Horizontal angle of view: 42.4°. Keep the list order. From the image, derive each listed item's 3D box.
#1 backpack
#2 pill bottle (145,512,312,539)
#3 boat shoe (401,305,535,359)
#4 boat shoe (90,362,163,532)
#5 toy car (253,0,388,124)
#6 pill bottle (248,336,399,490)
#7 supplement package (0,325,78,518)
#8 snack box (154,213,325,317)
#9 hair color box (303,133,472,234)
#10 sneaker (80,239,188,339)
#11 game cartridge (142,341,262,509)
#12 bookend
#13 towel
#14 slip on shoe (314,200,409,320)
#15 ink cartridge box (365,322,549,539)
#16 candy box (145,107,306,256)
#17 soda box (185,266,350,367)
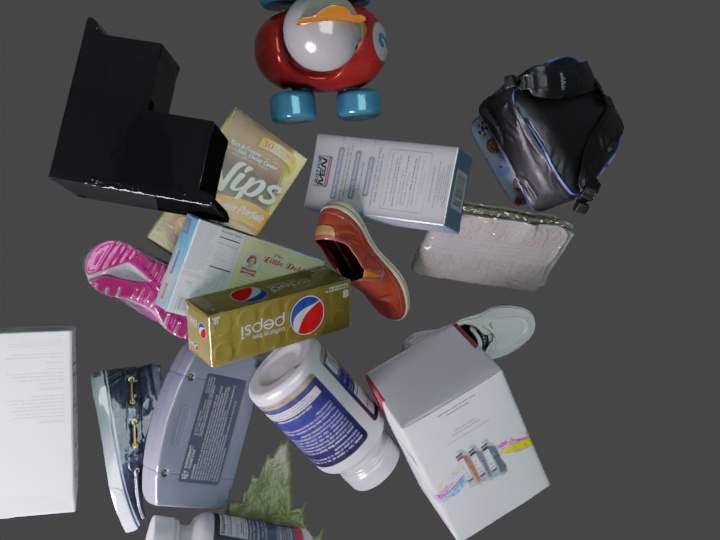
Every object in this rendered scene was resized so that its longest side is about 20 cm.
[{"bbox_3d":[0.258,-0.187,1.246,0.190,0.154,0.201,-36,102,-34],"label":"backpack"},{"bbox_3d":[-0.167,0.366,1.151,0.198,0.120,0.121,13,86,-14],"label":"pill bottle"},{"bbox_3d":[0.157,0.098,1.269,0.199,0.065,0.074,-18,94,-14],"label":"boat shoe"},{"bbox_3d":[-0.271,0.216,1.148,0.090,0.071,0.202,-11,91,-14],"label":"boat shoe"},{"bbox_3d":[-0.034,-0.291,1.152,0.175,0.200,0.186,-5,91,-15],"label":"toy car"},{"bbox_3d":[-0.040,0.187,1.184,0.111,0.111,0.200,-45,112,-11],"label":"pill bottle"},{"bbox_3d":[-0.406,0.168,1.071,0.150,0.151,0.202,-1,89,-16],"label":"supplement package"},{"bbox_3d":[-0.145,0.014,1.155,0.199,0.037,0.117,19,93,-40],"label":"snack box"},{"bbox_3d":[0.034,-0.111,1.183,0.199,0.061,0.100,10,86,26],"label":"hair color box"},{"bbox_3d":[-0.260,0.016,1.152,0.200,0.088,0.082,37,82,-35],"label":"sneaker"},{"bbox_3d":[-0.199,0.193,1.155,0.133,0.041,0.202,20,83,-43],"label":"game cartridge"},{"bbox_3d":[-0.242,-0.178,1.110,0.197,0.092,0.202,9,82,7],"label":"bookend"},{"bbox_3d":[0.177,-0.030,1.251,0.198,0.133,0.035,7,46,-14],"label":"towel"},{"bbox_3d":[0.000,0.000,1.199,0.200,0.074,0.061,56,49,-36],"label":"slip on shoe"},{"bbox_3d":[0.123,0.205,1.185,0.144,0.145,0.201,-29,117,-7],"label":"ink cartridge box"},{"bbox_3d":[-0.171,-0.092,1.187,0.115,0.055,0.201,35,82,-13],"label":"candy box"},{"bbox_3d":[-0.109,0.053,1.129,0.199,0.064,0.068,-14,115,-33],"label":"soda box"}]
